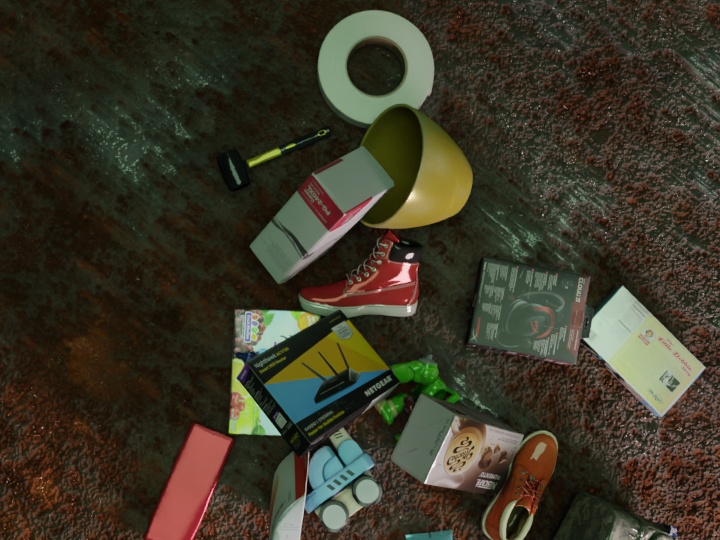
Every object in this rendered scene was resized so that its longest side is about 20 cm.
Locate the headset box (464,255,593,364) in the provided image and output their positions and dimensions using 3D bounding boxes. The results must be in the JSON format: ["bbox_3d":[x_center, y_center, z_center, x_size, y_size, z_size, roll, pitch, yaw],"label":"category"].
[{"bbox_3d":[0.284,0.069,1.438,0.199,0.075,0.149,10,84,4],"label":"headset box"}]

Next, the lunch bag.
[{"bbox_3d":[0.405,0.476,1.396,0.167,0.139,0.201,27,83,-18],"label":"lunch bag"}]

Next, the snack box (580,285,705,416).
[{"bbox_3d":[0.473,0.136,1.477,0.200,0.037,0.116,45,84,1],"label":"snack box"}]

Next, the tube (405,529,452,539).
[{"bbox_3d":[0.123,0.527,1.408,0.077,0.050,0.201,-5,80,-10],"label":"tube"}]

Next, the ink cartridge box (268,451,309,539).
[{"bbox_3d":[-0.110,0.326,1.316,0.050,0.162,0.201,3,105,-6],"label":"ink cartridge box"}]

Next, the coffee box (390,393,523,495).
[{"bbox_3d":[0.153,0.274,1.352,0.200,0.080,0.113,24,92,-46],"label":"coffee box"}]

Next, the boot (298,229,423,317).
[{"bbox_3d":[0.000,0.000,1.402,0.199,0.072,0.145,-2,118,-11],"label":"boot"}]

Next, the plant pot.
[{"bbox_3d":[0.096,-0.153,1.412,0.141,0.200,0.201,14,83,-32],"label":"plant pot"}]

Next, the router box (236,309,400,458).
[{"bbox_3d":[-0.059,0.160,1.272,0.149,0.051,0.200,49,45,14],"label":"router box"}]

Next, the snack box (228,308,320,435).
[{"bbox_3d":[-0.139,0.165,1.413,0.141,0.053,0.201,2,84,-6],"label":"snack box"}]

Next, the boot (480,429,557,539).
[{"bbox_3d":[0.271,0.353,1.406,0.075,0.107,0.201,29,81,0],"label":"boot"}]

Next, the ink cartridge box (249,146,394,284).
[{"bbox_3d":[-0.063,-0.085,1.351,0.083,0.200,0.145,50,41,3],"label":"ink cartridge box"}]

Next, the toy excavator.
[{"bbox_3d":[-0.034,0.290,1.397,0.194,0.100,0.200,-36,80,-9],"label":"toy excavator"}]

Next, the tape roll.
[{"bbox_3d":[0.026,-0.342,1.485,0.202,0.037,0.204,0,84,-4],"label":"tape roll"}]

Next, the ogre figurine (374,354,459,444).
[{"bbox_3d":[0.095,0.224,1.404,0.120,0.098,0.201,-30,91,-12],"label":"ogre figurine"}]

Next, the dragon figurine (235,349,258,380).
[{"bbox_3d":[-0.098,0.166,1.340,0.199,0.099,0.059,12,83,-6],"label":"dragon figurine"}]

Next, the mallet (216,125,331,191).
[{"bbox_3d":[-0.147,-0.206,1.459,0.199,0.041,0.066,-32,91,-11],"label":"mallet"}]

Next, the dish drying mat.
[{"bbox_3d":[-0.275,0.351,1.402,0.076,0.018,0.201,23,82,-3],"label":"dish drying mat"}]
